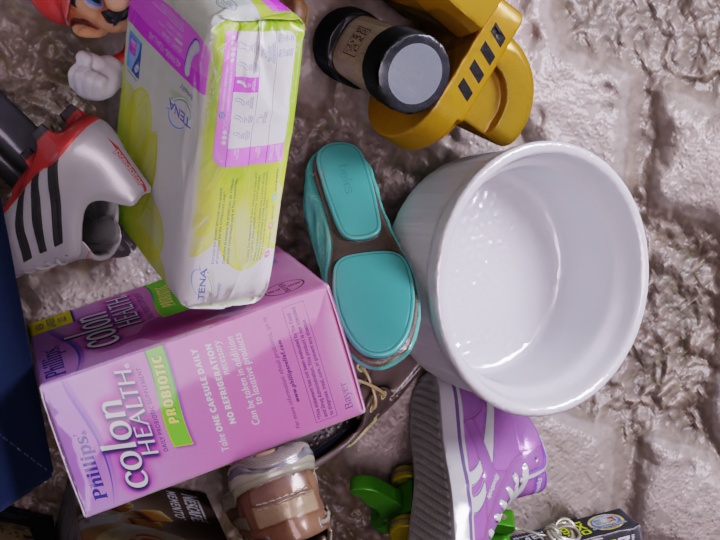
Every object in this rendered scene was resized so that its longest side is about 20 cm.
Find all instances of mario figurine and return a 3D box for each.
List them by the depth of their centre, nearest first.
[{"bbox_3d":[-0.134,-0.177,0.967,0.199,0.106,0.124,15,62,-25],"label":"mario figurine"}]

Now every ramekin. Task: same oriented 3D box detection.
[{"bbox_3d":[0.113,0.003,1.054,0.199,0.097,0.202,-3,96,-31],"label":"ramekin"}]

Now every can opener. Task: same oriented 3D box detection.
[{"bbox_3d":[-0.227,-0.088,0.998,0.200,0.053,0.067,46,54,-18],"label":"can opener"}]

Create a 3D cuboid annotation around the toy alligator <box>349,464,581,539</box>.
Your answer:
[{"bbox_3d":[0.078,0.206,1.126,0.198,0.060,0.054,16,136,-15],"label":"toy alligator"}]

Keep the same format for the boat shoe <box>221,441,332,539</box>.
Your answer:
[{"bbox_3d":[-0.056,0.177,0.976,0.075,0.200,0.072,-20,73,-5],"label":"boat shoe"}]

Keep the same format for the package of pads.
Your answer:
[{"bbox_3d":[-0.103,-0.093,0.901,0.068,0.155,0.202,-6,121,-28],"label":"package of pads"}]

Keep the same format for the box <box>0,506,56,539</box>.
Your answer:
[{"bbox_3d":[-0.271,0.245,0.956,0.105,0.200,0.123,17,95,-18],"label":"box"}]

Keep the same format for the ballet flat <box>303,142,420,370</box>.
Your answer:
[{"bbox_3d":[0.000,0.000,1.012,0.067,0.201,0.071,-7,144,-10],"label":"ballet flat"}]

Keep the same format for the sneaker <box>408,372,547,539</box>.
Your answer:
[{"bbox_3d":[0.099,0.178,1.072,0.114,0.073,0.202,19,55,-22],"label":"sneaker"}]

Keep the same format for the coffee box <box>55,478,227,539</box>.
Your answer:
[{"bbox_3d":[-0.154,0.220,0.985,0.113,0.200,0.080,12,98,-17],"label":"coffee box"}]

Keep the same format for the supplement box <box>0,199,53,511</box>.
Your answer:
[{"bbox_3d":[-0.332,0.064,0.895,0.198,0.134,0.202,-2,103,23],"label":"supplement box"}]

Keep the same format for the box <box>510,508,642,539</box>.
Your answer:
[{"bbox_3d":[0.166,0.318,1.176,0.159,0.044,0.202,-12,103,-14],"label":"box"}]

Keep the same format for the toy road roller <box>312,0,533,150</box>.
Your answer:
[{"bbox_3d":[0.073,-0.181,1.025,0.145,0.123,0.201,30,93,-32],"label":"toy road roller"}]

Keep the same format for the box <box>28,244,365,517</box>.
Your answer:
[{"bbox_3d":[-0.121,0.067,0.980,0.199,0.176,0.097,-20,105,-11],"label":"box"}]

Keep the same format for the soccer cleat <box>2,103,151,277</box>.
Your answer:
[{"bbox_3d":[-0.208,-0.028,0.942,0.085,0.200,0.069,44,43,-1],"label":"soccer cleat"}]

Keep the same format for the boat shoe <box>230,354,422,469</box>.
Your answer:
[{"bbox_3d":[-0.015,0.099,1.077,0.199,0.059,0.072,-37,107,-6],"label":"boat shoe"}]
